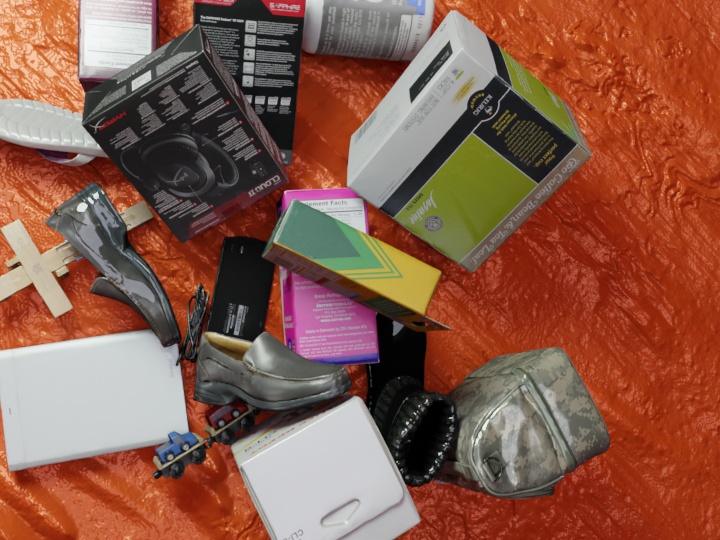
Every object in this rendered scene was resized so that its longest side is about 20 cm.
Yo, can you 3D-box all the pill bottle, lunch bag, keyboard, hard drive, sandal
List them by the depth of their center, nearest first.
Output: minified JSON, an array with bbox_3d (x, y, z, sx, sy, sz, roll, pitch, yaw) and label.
[{"bbox_3d":[-0.303,0.144,0.870,0.196,0.026,0.134,-8,87,-13],"label":"hard drive"},{"bbox_3d":[-0.334,-0.146,0.872,0.199,0.083,0.050,10,126,-14],"label":"sandal"},{"bbox_3d":[0.163,0.190,0.890,0.166,0.200,0.141,-26,88,-17],"label":"lunch bag"},{"bbox_3d":[-0.166,0.056,0.913,0.103,0.039,0.204,16,80,-35],"label":"keyboard"},{"bbox_3d":[-0.017,-0.322,0.931,0.196,0.114,0.116,1,85,-13],"label":"pill bottle"}]

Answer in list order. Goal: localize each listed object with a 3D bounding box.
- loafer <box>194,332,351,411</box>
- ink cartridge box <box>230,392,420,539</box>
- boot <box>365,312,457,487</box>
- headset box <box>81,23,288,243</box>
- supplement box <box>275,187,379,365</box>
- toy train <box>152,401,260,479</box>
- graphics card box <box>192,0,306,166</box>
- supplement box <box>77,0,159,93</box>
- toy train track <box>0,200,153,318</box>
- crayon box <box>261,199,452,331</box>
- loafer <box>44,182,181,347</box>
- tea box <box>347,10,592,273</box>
[{"bbox_3d":[-0.101,0.104,0.808,0.197,0.073,0.074,-3,98,28],"label":"loafer"},{"bbox_3d":[-0.048,0.227,0.833,0.144,0.200,0.146,-27,92,-14],"label":"ink cartridge box"},{"bbox_3d":[0.057,0.133,0.887,0.078,0.158,0.215,4,85,-12],"label":"boot"},{"bbox_3d":[-0.182,-0.137,0.836,0.147,0.078,0.201,-28,131,7],"label":"headset box"},{"bbox_3d":[-0.042,0.010,0.904,0.101,0.101,0.204,-3,85,-13],"label":"supplement box"},{"bbox_3d":[-0.156,0.174,0.881,0.199,0.034,0.046,-32,105,-23],"label":"toy train"},{"bbox_3d":[-0.132,-0.224,0.876,0.123,0.051,0.203,0,120,-13],"label":"graphics card box"},{"bbox_3d":[-0.274,-0.297,0.870,0.084,0.110,0.204,0,86,-14],"label":"supplement box"},{"bbox_3d":[-0.333,-0.021,0.876,0.199,0.032,0.116,-32,93,-21],"label":"toy train track"},{"bbox_3d":[0.000,0.000,0.798,0.198,0.126,0.052,27,80,-10],"label":"crayon box"},{"bbox_3d":[-0.271,0.006,0.848,0.072,0.073,0.202,-33,95,-16],"label":"loafer"},{"bbox_3d":[0.119,-0.144,0.876,0.195,0.134,0.200,34,120,-19],"label":"tea box"}]
